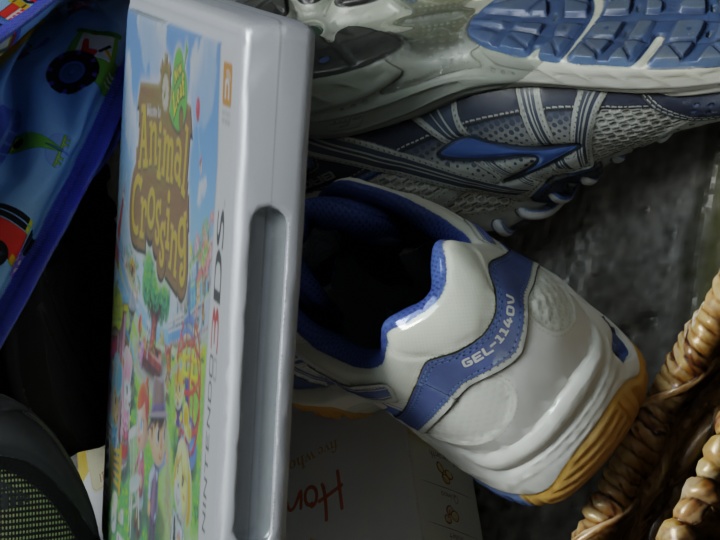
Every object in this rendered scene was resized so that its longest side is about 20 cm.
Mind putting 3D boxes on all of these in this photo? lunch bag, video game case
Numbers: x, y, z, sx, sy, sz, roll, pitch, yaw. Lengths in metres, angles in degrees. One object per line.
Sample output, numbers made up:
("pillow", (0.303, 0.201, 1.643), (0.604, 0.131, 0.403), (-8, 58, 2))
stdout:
("lunch bag", (-0.157, -0.058, 0.928), (0.150, 0.094, 0.200), (0, 41, 31))
("video game case", (-0.048, 0.013, 0.829), (0.200, 0.022, 0.183), (-147, 60, -75))

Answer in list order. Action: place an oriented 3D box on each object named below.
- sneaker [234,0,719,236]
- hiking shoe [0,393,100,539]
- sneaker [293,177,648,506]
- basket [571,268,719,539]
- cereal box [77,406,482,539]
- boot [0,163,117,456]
("sneaker", (0.054, -0.056, 0.904), (0.199, 0.085, 0.077), (-2, 43, 20))
("hiking shoe", (-0.106, 0.139, 0.886), (0.101, 0.075, 0.201), (-135, 39, -68))
("sneaker", (0.000, 0.000, 0.835), (0.076, 0.088, 0.200), (-56, 33, -11))
("basket", (0.102, 0.077, 0.743), (0.142, 0.149, 0.201), (28, 92, 45))
("cereal box", (-0.025, 0.107, 0.918), (0.143, 0.039, 0.201), (-29, 54, 31))
("boot", (-0.165, -0.001, 0.991), (0.157, 0.080, 0.212), (-21, 45, 10))
